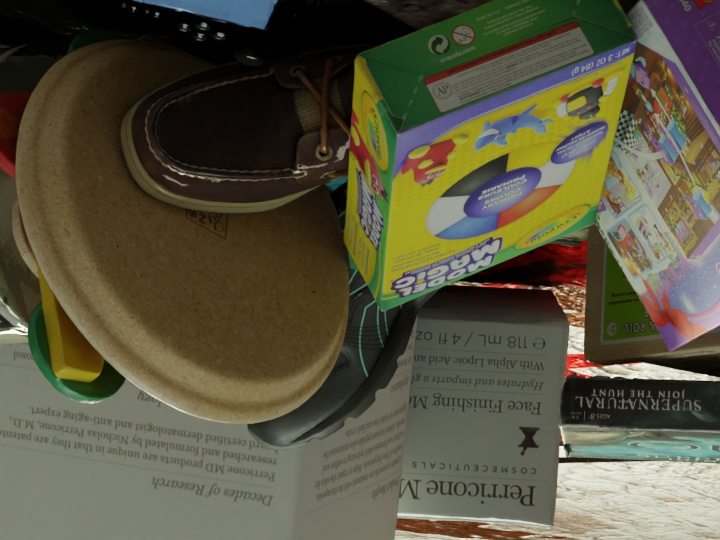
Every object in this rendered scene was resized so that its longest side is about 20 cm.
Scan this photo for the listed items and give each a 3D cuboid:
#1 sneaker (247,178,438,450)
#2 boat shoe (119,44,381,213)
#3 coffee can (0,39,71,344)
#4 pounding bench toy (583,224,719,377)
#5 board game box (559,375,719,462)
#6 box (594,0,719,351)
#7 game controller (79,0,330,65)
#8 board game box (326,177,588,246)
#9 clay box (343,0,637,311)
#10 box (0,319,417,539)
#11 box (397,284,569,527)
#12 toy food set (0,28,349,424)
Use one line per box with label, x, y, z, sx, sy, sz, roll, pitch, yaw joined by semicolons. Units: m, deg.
sneaker;0.000;0.000;1.469;0.079;0.200;0.075;40;178;-26
boat shoe;-0.010;-0.075;1.323;0.200;0.072;0.072;-6;162;-27
coffee can;-0.222;-0.031;1.434;0.200;0.146;0.146;-5;166;33
pounding bench toy;0.238;-0.012;1.456;0.156;0.124;0.200;13;165;-40
board game box;0.204;0.080;1.488;0.200;0.028;0.135;2;170;6
box;0.147;-0.045;1.302;0.039;0.137;0.200;-29;177;-15
game controller;-0.062;-0.127;1.181;0.104;0.042;0.200;5;168;-7
board game box;0.052;-0.048;1.569;0.200;0.028;0.135;7;167;-18
clay box;0.054;-0.049;1.294;0.115;0.048;0.200;-22;156;-12
box;-0.093;0.097;1.638;0.200;0.171;0.199;7;-173;18
box;0.026;0.079;1.829;0.199;0.131;0.200;3;-175;0
toy food set;-0.086;-0.021;1.339;0.198;0.200;0.049;13;147;-41
